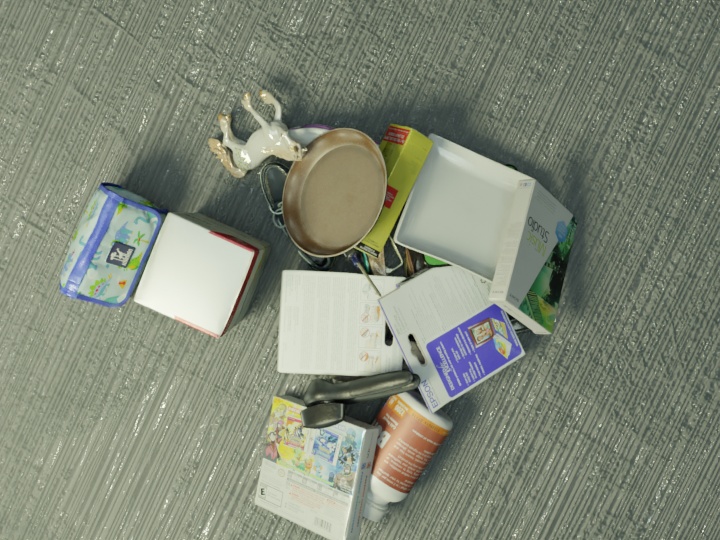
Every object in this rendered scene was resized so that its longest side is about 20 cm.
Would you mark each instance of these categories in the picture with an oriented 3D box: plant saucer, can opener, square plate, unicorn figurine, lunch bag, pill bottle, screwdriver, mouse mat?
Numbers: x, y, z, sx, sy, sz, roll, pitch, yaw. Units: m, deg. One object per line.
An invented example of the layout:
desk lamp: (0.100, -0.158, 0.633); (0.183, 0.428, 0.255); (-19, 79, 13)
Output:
plant saucer: (-0.035, -0.117, 1.401); (0.198, 0.032, 0.203); (-10, 72, 34)
can opener: (-0.001, 0.187, 1.399); (0.198, 0.063, 0.080); (-17, 75, 17)
square plate: (0.167, -0.091, 1.437); (0.198, 0.028, 0.200); (22, 68, -7)
unicorn figurine: (-0.156, -0.212, 1.454); (0.073, 0.199, 0.139); (-26, 86, -41)
lunch bag: (-0.391, -0.042, 1.425); (0.126, 0.200, 0.172); (25, 92, 1)
pill bottle: (0.052, 0.296, 1.471); (0.112, 0.112, 0.201); (34, 92, 0)
screwdriver: (0.000, 0.000, 1.429); (0.028, 0.201, 0.029); (21, 112, -26)
mouse mat: (0.178, -0.089, 1.458); (0.197, 0.008, 0.163); (-6, 74, -16)

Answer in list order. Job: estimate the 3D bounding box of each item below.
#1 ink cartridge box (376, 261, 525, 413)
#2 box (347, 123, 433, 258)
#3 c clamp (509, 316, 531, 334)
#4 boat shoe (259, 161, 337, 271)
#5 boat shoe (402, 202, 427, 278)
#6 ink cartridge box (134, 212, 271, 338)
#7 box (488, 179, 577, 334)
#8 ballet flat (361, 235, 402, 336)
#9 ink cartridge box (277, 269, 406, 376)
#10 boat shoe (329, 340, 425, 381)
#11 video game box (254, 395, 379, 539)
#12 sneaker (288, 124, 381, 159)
ink cartridge box: (0.138, 0.090, 1.436); (0.198, 0.043, 0.200); (-28, 95, -23)
box: (0.037, -0.124, 1.420); (0.050, 0.075, 0.202); (26, 91, -32)
c clamp: (0.230, 0.034, 1.500); (0.168, 0.027, 0.203); (-12, 92, 2)
boat shoe: (-0.104, -0.088, 1.485); (0.074, 0.062, 0.202); (-26, 91, 4)
boat shoe: (0.100, -0.072, 1.476); (0.071, 0.072, 0.203); (4, 92, 1)
ink cartridge box: (-0.238, 0.001, 1.424); (0.144, 0.200, 0.146); (23, 95, 1)
box: (0.272, -0.020, 1.423); (0.144, 0.036, 0.202); (31, 70, -42)
ballet flat: (0.040, 0.010, 1.486); (0.066, 0.068, 0.203); (-11, 94, -5)
ink cartridge box: (-0.030, 0.085, 1.449); (0.197, 0.047, 0.163); (3, 86, -3)
boat shoe: (0.042, 0.146, 1.487); (0.197, 0.073, 0.076); (5, 89, 7)
video game box: (-0.073, 0.313, 1.458); (0.198, 0.047, 0.185); (13, 96, 37)
sneaker: (-0.036, -0.174, 1.474); (0.197, 0.075, 0.101); (17, 91, 1)
